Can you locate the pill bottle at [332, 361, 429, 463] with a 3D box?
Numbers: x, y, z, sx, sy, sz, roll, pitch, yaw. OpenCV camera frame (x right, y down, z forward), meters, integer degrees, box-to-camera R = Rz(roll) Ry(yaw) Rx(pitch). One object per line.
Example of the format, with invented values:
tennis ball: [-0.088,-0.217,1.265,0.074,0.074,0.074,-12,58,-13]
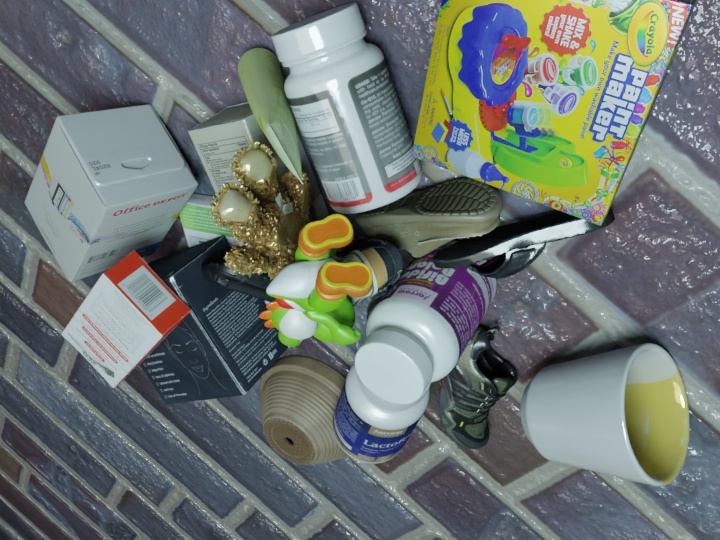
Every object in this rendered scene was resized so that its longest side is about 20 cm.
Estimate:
pill bottle: [0.029,0.177,0.968,0.115,0.116,0.200,31,146,11]

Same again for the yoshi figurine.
yoshi figurine: [-0.035,0.025,0.774,0.112,0.113,0.200,32,147,-1]

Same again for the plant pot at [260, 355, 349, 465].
plant pot: [-0.091,0.244,1.137,0.200,0.093,0.202,18,131,22]

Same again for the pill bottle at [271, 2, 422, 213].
pill bottle: [-0.014,-0.174,0.767,0.113,0.114,0.201,-4,119,35]

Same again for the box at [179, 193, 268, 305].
box: [-0.187,-0.014,1.054,0.144,0.036,0.201,11,128,27]

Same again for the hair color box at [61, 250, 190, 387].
hair color box: [-0.325,0.072,0.972,0.111,0.064,0.200,47,133,-5]

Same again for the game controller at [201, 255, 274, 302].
game controller: [-0.115,0.023,0.955,0.199,0.042,0.104,21,176,-27]

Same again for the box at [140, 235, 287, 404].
box: [-0.247,0.079,1.050,0.199,0.124,0.197,-14,114,40]

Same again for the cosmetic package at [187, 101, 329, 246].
cosmetic package: [-0.120,-0.109,0.903,0.103,0.087,0.201,0,122,35]

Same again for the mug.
mug: [0.278,0.180,0.818,0.153,0.149,0.187,-13,108,47]

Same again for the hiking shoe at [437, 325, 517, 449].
hiking shoe: [0.154,0.158,0.924,0.100,0.076,0.201,4,122,35]

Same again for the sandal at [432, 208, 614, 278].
sandal: [0.171,-0.023,0.759,0.200,0.075,0.048,-15,104,26]

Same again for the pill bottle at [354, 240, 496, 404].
pill bottle: [0.075,0.057,0.816,0.112,0.200,0.113,17,129,21]

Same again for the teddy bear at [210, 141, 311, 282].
teddy bear: [-0.106,-0.056,0.793,0.066,0.200,0.146,6,82,24]

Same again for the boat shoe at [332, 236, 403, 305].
boat shoe: [0.000,0.000,0.859,0.075,0.062,0.200,64,164,-3]

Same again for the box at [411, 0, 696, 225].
box: [0.170,-0.182,0.636,0.192,0.122,0.201,22,131,17]

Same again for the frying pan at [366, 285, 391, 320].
frying pan: [0.062,0.054,0.946,0.115,0.031,0.191,25,135,14]

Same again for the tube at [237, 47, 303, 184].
tube: [-0.099,-0.178,0.774,0.058,0.200,0.052,12,126,-29]

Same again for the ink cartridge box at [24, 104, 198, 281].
ink cartridge box: [-0.352,-0.109,0.994,0.200,0.147,0.145,-41,78,44]

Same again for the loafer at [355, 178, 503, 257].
loafer: [0.084,-0.057,0.821,0.199,0.076,0.068,4,132,47]
